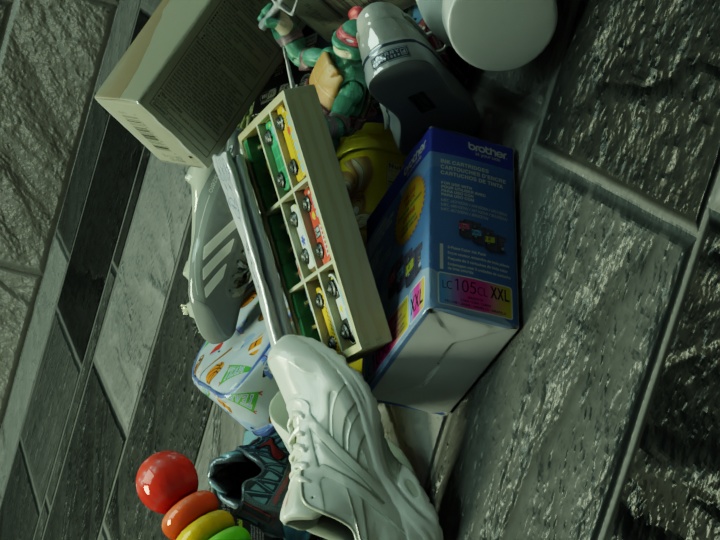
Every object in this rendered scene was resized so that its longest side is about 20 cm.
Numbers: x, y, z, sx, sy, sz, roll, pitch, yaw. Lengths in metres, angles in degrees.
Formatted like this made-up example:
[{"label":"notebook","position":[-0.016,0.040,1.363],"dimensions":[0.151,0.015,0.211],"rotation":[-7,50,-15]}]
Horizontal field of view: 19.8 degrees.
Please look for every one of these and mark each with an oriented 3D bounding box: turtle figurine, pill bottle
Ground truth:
[{"label":"turtle figurine","position":[-0.036,-0.138,1.654],"dimensions":[0.150,0.100,0.201],"rotation":[-106,29,-51]},{"label":"pill bottle","position":[0.091,-0.233,1.573],"dimensions":[0.200,0.112,0.113],"rotation":[-103,32,-56]}]

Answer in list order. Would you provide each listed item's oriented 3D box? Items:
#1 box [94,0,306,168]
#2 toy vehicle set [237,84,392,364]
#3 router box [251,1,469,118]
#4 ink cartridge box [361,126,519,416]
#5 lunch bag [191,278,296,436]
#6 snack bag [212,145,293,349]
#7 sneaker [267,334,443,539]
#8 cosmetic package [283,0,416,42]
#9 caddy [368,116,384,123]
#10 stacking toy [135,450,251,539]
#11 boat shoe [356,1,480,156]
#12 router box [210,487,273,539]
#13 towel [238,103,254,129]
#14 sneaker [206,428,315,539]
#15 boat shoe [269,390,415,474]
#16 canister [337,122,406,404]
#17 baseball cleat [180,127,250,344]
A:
[{"label":"box","position":[-0.122,-0.194,1.737],"dimensions":[0.078,0.095,0.200],"rotation":[12,62,52]},{"label":"toy vehicle set","position":[-0.036,-0.027,1.557],"dimensions":[0.124,0.026,0.201],"rotation":[144,110,-67]},{"label":"router box","position":[0.005,-0.207,1.761],"dimensions":[0.199,0.062,0.151],"rotation":[-19,51,37]},{"label":"ink cartridge box","position":[0.059,-0.012,1.562],"dimensions":[0.137,0.076,0.201],"rotation":[125,155,-49]},{"label":"lunch bag","position":[-0.075,0.065,1.883],"dimensions":[0.161,0.075,0.200],"rotation":[-52,17,-6]},{"label":"snack bag","position":[-0.086,-0.008,1.681],"dimensions":[0.200,0.021,0.190],"rotation":[-149,43,-83]},{"label":"sneaker","position":[-0.024,0.140,1.506],"dimensions":[0.201,0.099,0.078],"rotation":[58,159,16]},{"label":"cosmetic package","position":[0.000,-0.302,1.727],"dimensions":[0.103,0.073,0.201],"rotation":[-20,50,35]},{"label":"caddy","position":[-0.033,-0.146,1.906],"dimensions":[0.200,0.104,0.142],"rotation":[-121,47,-67]},{"label":"stacking toy","position":[-0.126,0.239,1.752],"dimensions":[0.200,0.085,0.085],"rotation":[51,139,17]},{"label":"boat shoe","position":[0.036,-0.155,1.599],"dimensions":[0.202,0.074,0.087],"rotation":[41,-151,-66]},{"label":"router box","position":[-0.130,0.320,1.887],"dimensions":[0.201,0.062,0.150],"rotation":[-95,25,-50]},{"label":"towel","position":[-0.117,-0.055,1.943],"dimensions":[0.149,0.036,0.201],"rotation":[-81,5,-66]},{"label":"sneaker","position":[-0.091,0.173,1.852],"dimensions":[0.200,0.095,0.080],"rotation":[-128,54,-69]},{"label":"boat shoe","position":[-0.003,0.162,1.628],"dimensions":[0.201,0.070,0.072],"rotation":[46,167,47]},{"label":"canister","position":[0.000,0.000,1.722],"dimensions":[0.149,0.086,0.201],"rotation":[128,150,-52]},{"label":"baseball cleat","position":[-0.105,-0.026,1.826],"dimensions":[0.070,0.106,0.201],"rotation":[-42,-46,-61]}]
